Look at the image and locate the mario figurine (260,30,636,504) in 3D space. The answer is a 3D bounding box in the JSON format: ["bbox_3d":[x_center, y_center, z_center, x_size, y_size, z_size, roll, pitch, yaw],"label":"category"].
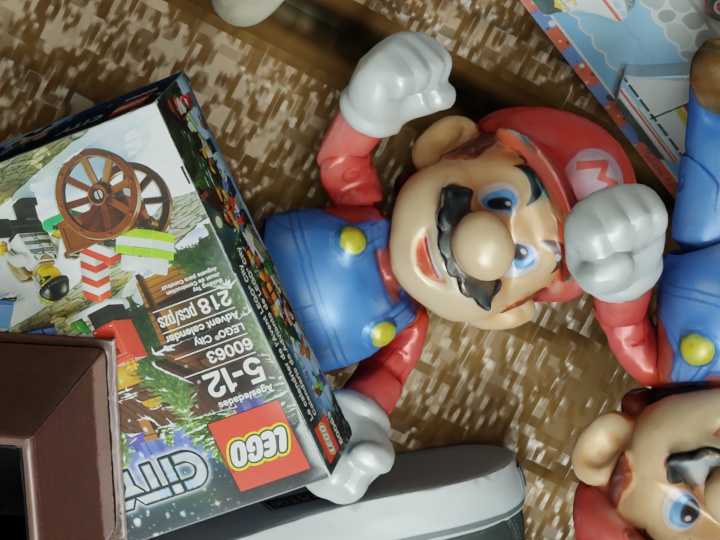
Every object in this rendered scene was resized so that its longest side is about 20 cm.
[{"bbox_3d":[0.000,0.000,0.878,0.200,0.106,0.123,-21,138,1],"label":"mario figurine"}]

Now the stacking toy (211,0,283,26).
[{"bbox_3d":[-0.094,-0.168,0.848,0.200,0.085,0.085,34,92,-11],"label":"stacking toy"}]

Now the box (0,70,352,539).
[{"bbox_3d":[-0.121,0.033,0.856,0.200,0.038,0.137,-20,104,19],"label":"box"}]

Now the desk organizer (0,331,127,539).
[{"bbox_3d":[-0.182,0.061,0.818,0.200,0.077,0.072,3,110,12],"label":"desk organizer"}]

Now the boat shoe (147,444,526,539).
[{"bbox_3d":[-0.033,0.110,0.915,0.200,0.069,0.057,-11,103,-11],"label":"boat shoe"}]

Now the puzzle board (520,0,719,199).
[{"bbox_3d":[0.121,-0.111,0.866,0.151,0.017,0.200,-23,122,31],"label":"puzzle board"}]

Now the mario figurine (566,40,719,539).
[{"bbox_3d":[0.131,0.031,0.841,0.123,0.106,0.200,15,94,26],"label":"mario figurine"}]
